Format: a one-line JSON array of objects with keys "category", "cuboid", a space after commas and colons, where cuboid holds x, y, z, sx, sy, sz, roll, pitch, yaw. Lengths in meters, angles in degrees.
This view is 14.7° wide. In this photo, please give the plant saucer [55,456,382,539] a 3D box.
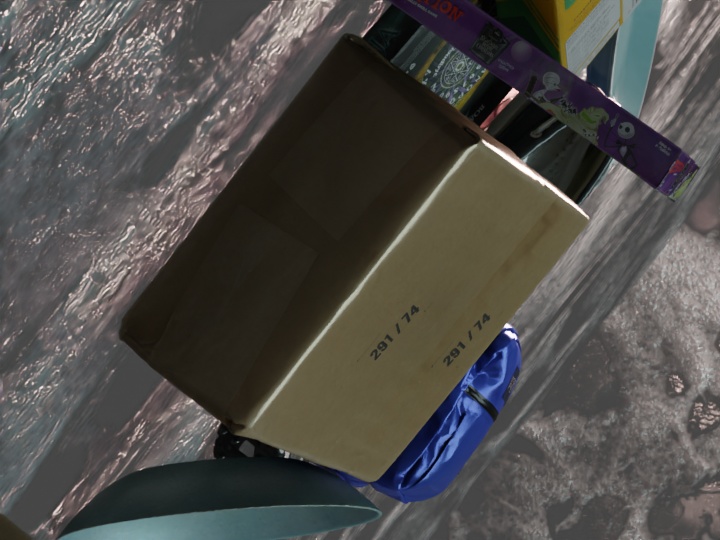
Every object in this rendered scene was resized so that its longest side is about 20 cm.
[{"category": "plant saucer", "cuboid": [-0.088, 0.141, 1.710, 0.201, 0.201, 0.039, 62, 22, -79]}]

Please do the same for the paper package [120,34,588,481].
[{"category": "paper package", "cuboid": [0.000, 0.000, 1.504, 0.200, 0.103, 0.191, -52, 153, 4]}]

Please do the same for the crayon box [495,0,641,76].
[{"category": "crayon box", "cuboid": [0.127, -0.188, 1.489, 0.126, 0.052, 0.200, -50, 167, -8]}]

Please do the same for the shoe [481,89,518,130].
[{"category": "shoe", "cuboid": [0.103, -0.086, 1.890, 0.200, 0.091, 0.072, -38, 162, -54]}]

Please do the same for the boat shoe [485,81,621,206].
[{"category": "boat shoe", "cuboid": [0.077, -0.030, 1.626, 0.200, 0.076, 0.060, -55, -148, -2]}]

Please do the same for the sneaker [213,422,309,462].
[{"category": "sneaker", "cuboid": [-0.079, 0.156, 1.967, 0.090, 0.066, 0.200, -37, 160, -49]}]

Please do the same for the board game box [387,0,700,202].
[{"category": "board game box", "cuboid": [0.083, -0.104, 1.429, 0.032, 0.200, 0.120, -55, 170, 9]}]

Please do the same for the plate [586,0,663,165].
[{"category": "plate", "cuboid": [0.169, -0.167, 1.763, 0.200, 0.026, 0.201, 11, 90, -78]}]

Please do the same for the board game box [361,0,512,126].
[{"category": "board game box", "cuboid": [0.068, -0.144, 1.591, 0.200, 0.028, 0.135, -49, 153, -3]}]

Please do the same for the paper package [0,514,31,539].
[{"category": "paper package", "cuboid": [-0.169, 0.223, 1.398, 0.103, 0.191, 0.200, -49, 170, -22]}]

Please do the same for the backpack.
[{"category": "backpack", "cuboid": [0.022, 0.034, 1.738, 0.200, 0.168, 0.163, -58, 176, -6]}]
